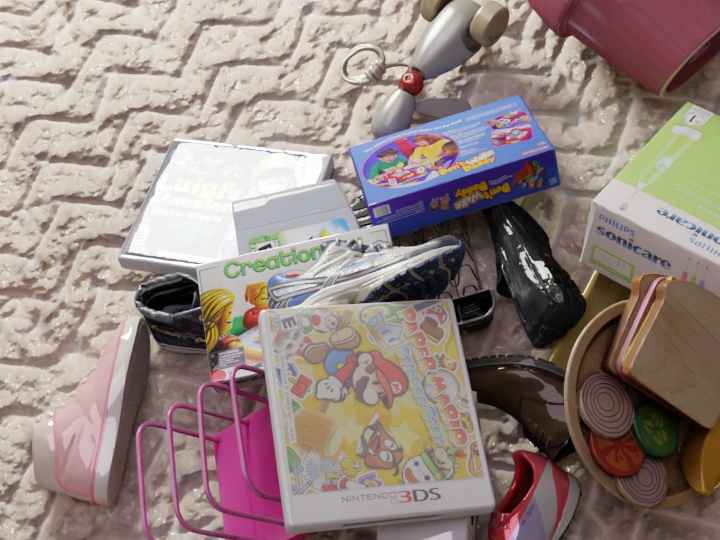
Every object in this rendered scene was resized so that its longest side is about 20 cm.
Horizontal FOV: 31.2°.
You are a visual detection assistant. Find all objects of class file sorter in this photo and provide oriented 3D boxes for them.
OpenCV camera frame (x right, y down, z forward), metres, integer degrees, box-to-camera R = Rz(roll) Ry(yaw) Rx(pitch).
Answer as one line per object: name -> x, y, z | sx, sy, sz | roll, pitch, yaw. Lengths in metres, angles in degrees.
file sorter -> -0.102, 0.174, 1.207 | 0.199, 0.125, 0.140 | -32, 55, 32

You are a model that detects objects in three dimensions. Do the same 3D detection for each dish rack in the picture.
dish rack -> 0.053, -0.012, 1.355 | 0.151, 0.055, 0.202 | -14, 61, 4

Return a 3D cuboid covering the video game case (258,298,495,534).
video game case -> 0.011, 0.121, 1.118 | 0.179, 0.023, 0.202 | -3, 61, -13

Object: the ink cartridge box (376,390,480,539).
ink cartridge box -> 0.064, 0.223, 1.181 | 0.083, 0.146, 0.202 | 3, 65, 9

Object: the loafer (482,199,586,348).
loafer -> 0.162, -0.005, 1.307 | 0.071, 0.068, 0.202 | -48, 38, 22

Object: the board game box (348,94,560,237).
board game box -> 0.096, -0.111, 1.362 | 0.198, 0.045, 0.135 | -17, 33, 0

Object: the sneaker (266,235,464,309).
sneaker -> 0.000, 0.000, 1.211 | 0.198, 0.077, 0.086 | -22, 62, -4

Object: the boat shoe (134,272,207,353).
boat shoe -> -0.135, 0.047, 1.346 | 0.197, 0.091, 0.072 | -3, 63, 11

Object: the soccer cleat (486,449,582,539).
soccer cleat -> 0.136, 0.262, 1.177 | 0.073, 0.068, 0.202 | 36, 66, -20

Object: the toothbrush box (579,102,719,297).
toothbrush box -> 0.330, -0.058, 1.261 | 0.145, 0.087, 0.200 | 29, 49, 24

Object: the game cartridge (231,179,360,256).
game cartridge -> -0.054, 0.005, 1.312 | 0.132, 0.041, 0.202 | -11, 66, -1

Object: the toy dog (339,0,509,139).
toy dog -> 0.086, -0.229, 1.452 | 0.199, 0.096, 0.133 | -38, 64, 9

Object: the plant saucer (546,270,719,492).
plant saucer -> 0.293, 0.094, 1.251 | 0.198, 0.049, 0.201 | 25, 72, 22

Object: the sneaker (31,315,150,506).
sneaker -> -0.286, 0.138, 1.342 | 0.103, 0.075, 0.203 | 6, 69, 10

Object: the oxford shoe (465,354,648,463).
oxford shoe -> 0.167, 0.130, 1.194 | 0.197, 0.073, 0.085 | 10, 68, 17

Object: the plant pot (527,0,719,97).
plant pot -> 0.308, -0.293, 1.374 | 0.199, 0.200, 0.179 | -39, 78, -8

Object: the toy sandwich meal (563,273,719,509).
toy sandwich meal -> 0.271, 0.109, 1.136 | 0.203, 0.070, 0.208 | 5, 78, -23

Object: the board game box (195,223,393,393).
board game box -> -0.056, 0.037, 1.260 | 0.197, 0.035, 0.128 | -13, 66, 2

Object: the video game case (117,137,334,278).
video game case -> -0.147, -0.067, 1.425 | 0.197, 0.023, 0.183 | 7, 54, 16
